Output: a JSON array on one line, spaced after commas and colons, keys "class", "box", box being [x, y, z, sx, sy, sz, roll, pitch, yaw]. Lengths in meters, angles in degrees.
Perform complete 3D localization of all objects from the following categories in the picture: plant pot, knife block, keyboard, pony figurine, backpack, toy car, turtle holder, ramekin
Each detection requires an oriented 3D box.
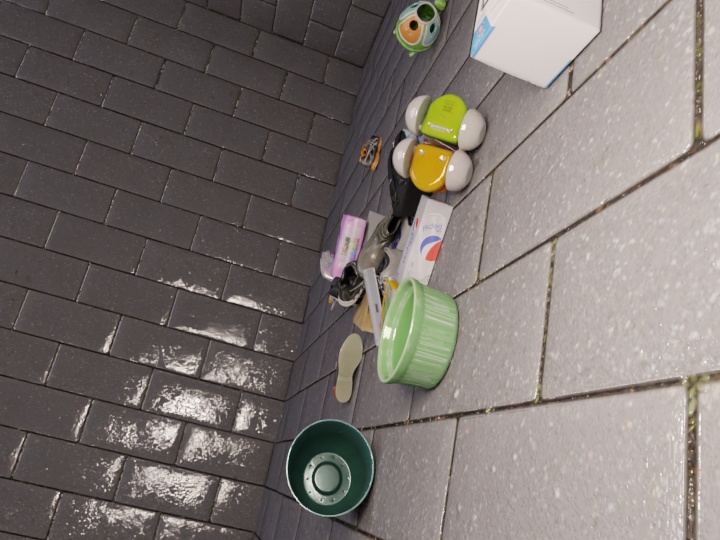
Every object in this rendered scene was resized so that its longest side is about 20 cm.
[{"class": "plant pot", "box": [-0.073, 0.466, 1.384, 0.162, 0.194, 0.206, 101, 180, -63]}, {"class": "knife block", "box": [0.045, 0.079, 1.645, 0.200, 0.062, 0.181, -160, 87, -80]}, {"class": "keyboard", "box": [0.039, 0.096, 1.531, 0.056, 0.010, 0.207, -10, 90, 58]}, {"class": "pony figurine", "box": [-0.055, 0.032, 2.083, 0.199, 0.162, 0.199, -19, 61, 58]}, {"class": "backpack", "box": [0.130, -0.264, 1.532, 0.165, 0.149, 0.203, 110, 149, -45]}, {"class": "toy car", "box": [0.176, -0.263, 1.273, 0.149, 0.171, 0.206, 1, -72, -63]}, {"class": "turtle holder", "box": [0.205, -0.791, 1.926, 0.132, 0.181, 0.145, 138, 115, -71]}, {"class": "ramekin", "box": [0.109, 0.124, 1.140, 0.200, 0.095, 0.206, -163, 89, -80]}]

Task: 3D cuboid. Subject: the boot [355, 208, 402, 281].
[{"class": "boot", "box": [0.054, -0.080, 1.573, 0.204, 0.066, 0.131, -65, 6, -24]}]

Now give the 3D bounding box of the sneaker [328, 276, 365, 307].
[{"class": "sneaker", "box": [-0.030, 0.058, 1.763, 0.075, 0.110, 0.200, -66, -17, -1]}]

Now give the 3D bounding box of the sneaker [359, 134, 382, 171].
[{"class": "sneaker", "box": [0.041, -0.497, 2.471, 0.203, 0.075, 0.079, -83, 12, -45]}]

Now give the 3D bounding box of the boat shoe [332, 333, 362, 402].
[{"class": "boat shoe", "box": [-0.041, 0.289, 1.792, 0.063, 0.069, 0.207, 165, 116, -81]}]

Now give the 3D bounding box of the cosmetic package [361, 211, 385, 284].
[{"class": "cosmetic package", "box": [0.041, -0.071, 1.839, 0.203, 0.079, 0.114, -84, 14, -46]}]

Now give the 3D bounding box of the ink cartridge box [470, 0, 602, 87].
[{"class": "ink cartridge box", "box": [0.275, -0.431, 0.930, 0.147, 0.142, 0.206, 133, 152, -67]}]

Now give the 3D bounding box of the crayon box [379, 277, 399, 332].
[{"class": "crayon box", "box": [0.089, 0.102, 1.360, 0.200, 0.050, 0.130, -119, 37, -75]}]

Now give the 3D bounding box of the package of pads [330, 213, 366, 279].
[{"class": "package of pads", "box": [-0.039, -0.066, 1.834, 0.120, 0.073, 0.206, -139, 62, -80]}]

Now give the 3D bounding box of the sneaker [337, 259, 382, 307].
[{"class": "sneaker", "box": [0.000, 0.000, 1.635, 0.201, 0.065, 0.092, -53, -31, -24]}]

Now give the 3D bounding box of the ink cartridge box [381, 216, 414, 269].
[{"class": "ink cartridge box", "box": [0.100, -0.065, 1.635, 0.096, 0.036, 0.203, -90, 20, -53]}]

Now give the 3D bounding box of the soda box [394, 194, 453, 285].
[{"class": "soda box", "box": [0.139, -0.059, 1.336, 0.068, 0.062, 0.206, -119, 46, -74]}]

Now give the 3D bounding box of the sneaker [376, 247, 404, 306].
[{"class": "sneaker", "box": [0.071, 0.039, 1.507, 0.075, 0.080, 0.206, 131, 153, -66]}]
